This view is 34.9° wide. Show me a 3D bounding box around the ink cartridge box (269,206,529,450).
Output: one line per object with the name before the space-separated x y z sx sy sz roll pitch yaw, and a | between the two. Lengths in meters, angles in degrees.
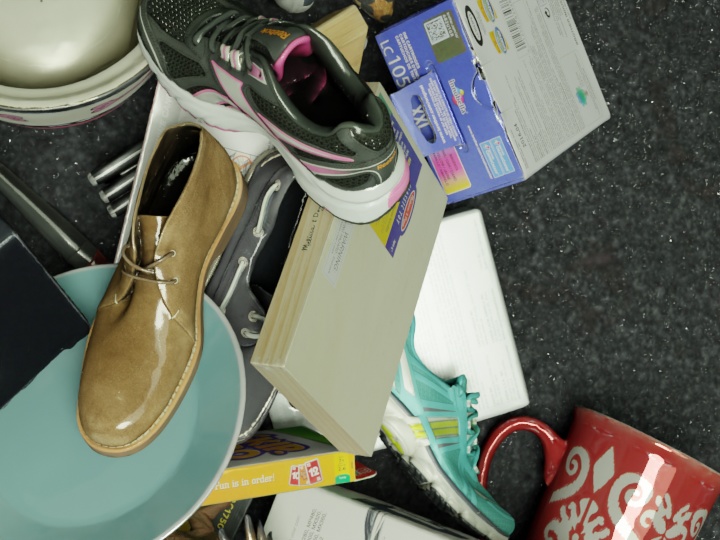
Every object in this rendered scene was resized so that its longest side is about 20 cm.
ink cartridge box | 0.017 0.053 0.892 0.198 0.047 0.161 -16 97 -4

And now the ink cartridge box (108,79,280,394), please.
ink cartridge box | -0.078 -0.024 0.780 0.175 0.045 0.202 13 94 -23

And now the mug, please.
mug | 0.173 0.220 0.922 0.133 0.177 0.201 33 82 -55

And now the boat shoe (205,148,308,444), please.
boat shoe | -0.065 0.021 0.735 0.072 0.063 0.202 14 94 -23

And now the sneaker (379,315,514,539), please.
sneaker | 0.060 0.117 0.845 0.079 0.077 0.201 -36 99 -11

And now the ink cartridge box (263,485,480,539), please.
ink cartridge box | 0.043 0.217 0.790 0.145 0.199 0.085 35 74 -58

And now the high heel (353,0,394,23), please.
high heel | -0.001 -0.282 0.818 0.071 0.142 0.201 -25 99 -19

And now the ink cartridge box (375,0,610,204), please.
ink cartridge box | 0.096 -0.139 0.846 0.200 0.076 0.137 -35 104 -52

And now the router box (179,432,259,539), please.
router box | -0.168 0.179 0.805 0.149 0.051 0.201 29 79 -19

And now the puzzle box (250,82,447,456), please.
puzzle box | 0.000 0.000 0.727 0.133 0.025 0.201 53 48 -50

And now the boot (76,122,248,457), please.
boot | -0.124 0.006 0.666 0.073 0.076 0.201 11 68 13

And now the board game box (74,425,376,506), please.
board game box | -0.096 0.131 0.756 0.198 0.095 0.030 -2 94 -24

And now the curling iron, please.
curling iron | -0.187 -0.013 0.814 0.200 0.026 0.050 38 56 -13

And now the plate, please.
plate | -0.162 0.087 0.684 0.198 0.026 0.202 -5 58 7

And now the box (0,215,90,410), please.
box | -0.306 0.020 0.666 0.200 0.118 0.197 37 73 27

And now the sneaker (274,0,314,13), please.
sneaker | -0.111 -0.270 0.811 0.129 0.079 0.201 -18 97 -19

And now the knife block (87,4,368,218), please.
knife block | -0.099 -0.108 0.821 0.174 0.064 0.202 12 90 -23

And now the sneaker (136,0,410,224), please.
sneaker | -0.049 -0.119 0.664 0.199 0.087 0.080 34 68 16

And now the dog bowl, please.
dog bowl | -0.210 -0.184 0.750 0.198 0.074 0.202 2 74 -8

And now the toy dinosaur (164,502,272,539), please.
toy dinosaur | -0.124 0.187 0.715 0.198 0.135 0.087 1 93 -14
